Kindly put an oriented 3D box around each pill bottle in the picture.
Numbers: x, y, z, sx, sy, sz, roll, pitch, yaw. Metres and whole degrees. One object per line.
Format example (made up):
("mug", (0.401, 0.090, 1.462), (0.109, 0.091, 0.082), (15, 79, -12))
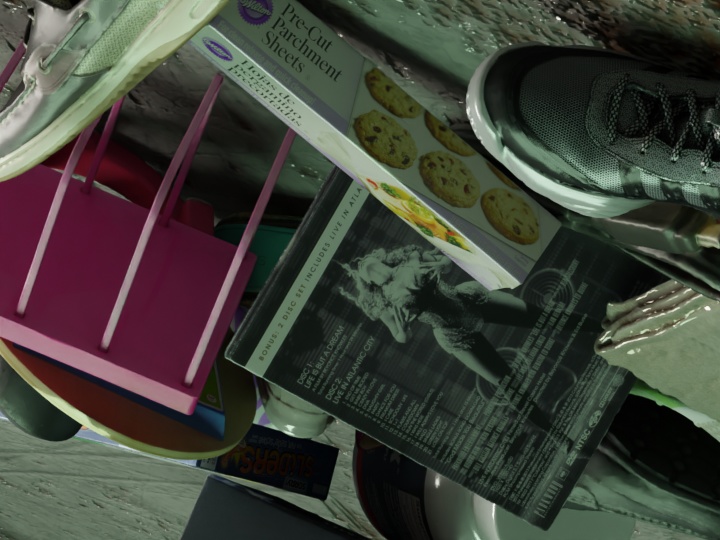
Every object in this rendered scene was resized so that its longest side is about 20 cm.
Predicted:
("pill bottle", (0.082, 0.125, 1.693), (0.119, 0.120, 0.200), (30, 174, -20))

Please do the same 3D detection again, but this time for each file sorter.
("file sorter", (-0.144, -0.047, 1.471), (0.199, 0.139, 0.126), (23, 124, -2))

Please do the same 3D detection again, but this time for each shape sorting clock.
("shape sorting clock", (-0.142, 0.030, 1.601), (0.199, 0.200, 0.039), (28, 118, -16))

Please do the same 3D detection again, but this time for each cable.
("cable", (0.126, -0.035, 1.384), (0.200, 0.050, 0.097), (18, 155, 47))

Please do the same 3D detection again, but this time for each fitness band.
("fitness band", (-0.151, -0.017, 1.573), (0.143, 0.200, 0.038), (20, 121, -14))

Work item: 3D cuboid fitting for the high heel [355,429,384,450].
("high heel", (0.067, 0.057, 1.611), (0.067, 0.097, 0.200), (26, 163, -23))

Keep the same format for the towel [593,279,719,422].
("towel", (0.229, 0.053, 1.460), (0.199, 0.035, 0.132), (30, 147, -24))

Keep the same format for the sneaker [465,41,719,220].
("sneaker", (0.149, -0.061, 1.218), (0.199, 0.076, 0.114), (19, 162, -7))

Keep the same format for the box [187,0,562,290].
("box", (0.007, -0.066, 1.371), (0.200, 0.042, 0.039), (40, 161, -14))

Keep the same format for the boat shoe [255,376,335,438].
("boat shoe", (-0.034, 0.059, 1.691), (0.071, 0.070, 0.200), (18, -174, -6))

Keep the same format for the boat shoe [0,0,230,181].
("boat shoe", (-0.120, -0.114, 1.322), (0.065, 0.072, 0.200), (46, 126, -10))

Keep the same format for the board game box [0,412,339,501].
("board game box", (-0.131, 0.094, 1.733), (0.199, 0.035, 0.135), (10, 174, 36))

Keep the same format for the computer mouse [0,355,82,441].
("computer mouse", (-0.196, 0.000, 1.652), (0.053, 0.201, 0.138), (-33, 159, 29))

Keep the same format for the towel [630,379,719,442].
("towel", (0.218, 0.106, 1.606), (0.200, 0.031, 0.149), (32, 159, -24))

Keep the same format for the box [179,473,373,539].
("box", (-0.026, 0.202, 1.686), (0.148, 0.108, 0.200), (23, 176, 12))

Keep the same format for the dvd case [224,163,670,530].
("dvd case", (0.051, 0.026, 1.472), (0.199, 0.149, 0.016), (29, -176, -19))

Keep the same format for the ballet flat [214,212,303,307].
("ballet flat", (0.000, 0.000, 1.604), (0.199, 0.071, 0.071), (7, 156, 40))

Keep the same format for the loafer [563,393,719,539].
("loafer", (0.118, 0.099, 1.551), (0.200, 0.068, 0.071), (23, 124, 8))

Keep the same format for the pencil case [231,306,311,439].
("pencil case", (-0.116, 0.043, 1.816), (0.200, 0.086, 0.084), (34, -160, -26))
